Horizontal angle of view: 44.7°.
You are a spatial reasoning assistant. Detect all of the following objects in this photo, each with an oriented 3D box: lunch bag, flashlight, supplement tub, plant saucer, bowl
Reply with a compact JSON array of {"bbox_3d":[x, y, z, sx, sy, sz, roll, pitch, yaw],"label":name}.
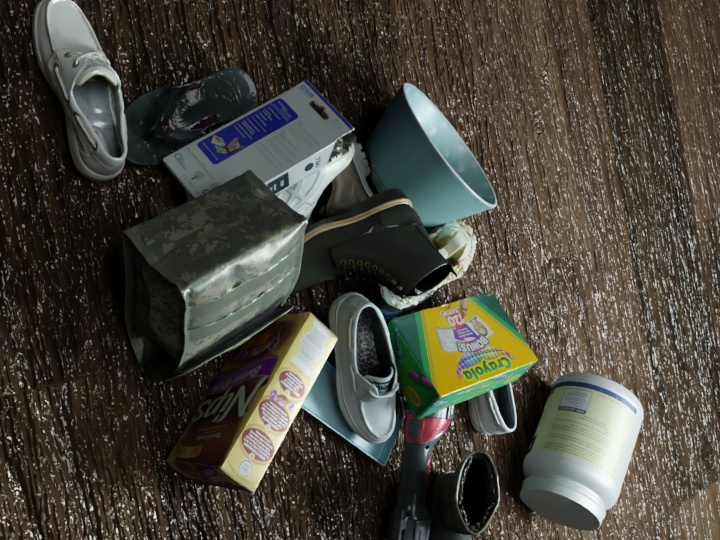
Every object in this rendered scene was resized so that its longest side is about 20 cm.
[{"bbox_3d":[-0.154,0.024,0.921,0.164,0.200,0.118,-31,61,-34],"label":"lunch bag"},{"bbox_3d":[0.079,0.260,1.156,0.068,0.068,0.200,8,87,-6],"label":"flashlight"},{"bbox_3d":[0.332,0.272,1.324,0.145,0.145,0.200,45,58,-27],"label":"supplement tub"},{"bbox_3d":[-0.025,0.172,1.115,0.200,0.019,0.070,41,60,-28],"label":"plant saucer"},{"bbox_3d":[0.080,-0.136,1.160,0.201,0.105,0.201,44,22,-23],"label":"bowl"}]

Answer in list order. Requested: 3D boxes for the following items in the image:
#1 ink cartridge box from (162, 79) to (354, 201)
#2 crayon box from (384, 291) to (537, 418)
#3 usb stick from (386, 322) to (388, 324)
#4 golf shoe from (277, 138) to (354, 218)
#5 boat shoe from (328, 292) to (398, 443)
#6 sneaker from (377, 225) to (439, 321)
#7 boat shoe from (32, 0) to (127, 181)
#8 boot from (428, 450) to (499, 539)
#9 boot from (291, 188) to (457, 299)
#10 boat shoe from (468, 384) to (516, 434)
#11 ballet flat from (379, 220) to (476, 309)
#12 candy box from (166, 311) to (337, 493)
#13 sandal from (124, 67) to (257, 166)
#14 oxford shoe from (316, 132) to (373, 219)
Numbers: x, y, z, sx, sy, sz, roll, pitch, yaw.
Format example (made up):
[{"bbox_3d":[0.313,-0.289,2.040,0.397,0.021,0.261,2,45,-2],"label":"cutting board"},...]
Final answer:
[{"bbox_3d":[-0.113,-0.133,0.996,0.200,0.039,0.099,-33,65,-18],"label":"ink cartridge box"},{"bbox_3d":[0.126,0.107,1.153,0.200,0.058,0.119,-13,62,-41],"label":"crayon box"},{"bbox_3d":[0.053,0.094,1.182,0.200,0.033,0.056,-12,93,-41],"label":"usb stick"},{"bbox_3d":[-0.086,-0.085,1.055,0.200,0.078,0.097,-34,125,-17],"label":"golf shoe"},{"bbox_3d":[0.010,0.127,1.078,0.070,0.071,0.201,-19,106,-24],"label":"boat shoe"},{"bbox_3d":[0.074,-0.003,1.201,0.082,0.073,0.200,50,49,-3],"label":"sneaker"},{"bbox_3d":[-0.280,-0.196,0.906,0.071,0.069,0.200,-19,89,-38],"label":"boat shoe"},{"bbox_3d":[0.131,0.327,1.111,0.072,0.200,0.182,1,75,-11],"label":"boot"},{"bbox_3d":[0.000,0.000,1.038,0.200,0.138,0.077,-33,149,-3],"label":"boot"},{"bbox_3d":[0.187,0.139,1.267,0.072,0.068,0.200,0,84,-41],"label":"boat shoe"},{"bbox_3d":[0.103,-0.015,1.138,0.076,0.064,0.200,48,50,2],"label":"ballet flat"},{"bbox_3d":[-0.119,0.142,0.973,0.056,0.117,0.200,44,58,-28],"label":"candy box"},{"bbox_3d":[-0.193,-0.184,0.997,0.200,0.048,0.075,-38,107,-36],"label":"sandal"},{"bbox_3d":[-0.016,-0.073,1.132,0.084,0.073,0.200,-29,101,-23],"label":"oxford shoe"}]
